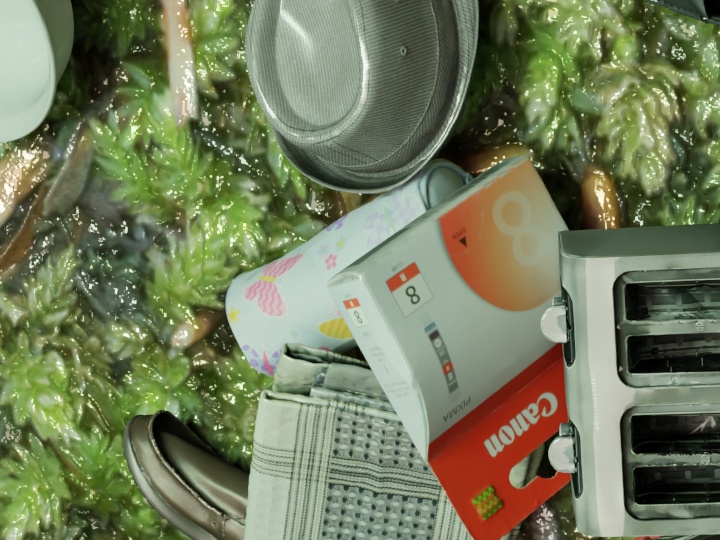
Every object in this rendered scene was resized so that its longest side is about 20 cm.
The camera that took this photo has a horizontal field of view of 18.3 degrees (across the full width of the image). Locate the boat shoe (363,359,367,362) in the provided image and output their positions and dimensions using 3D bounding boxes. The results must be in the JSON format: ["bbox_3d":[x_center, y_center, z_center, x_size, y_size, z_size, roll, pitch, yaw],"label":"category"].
[{"bbox_3d":[0.045,0.070,1.521,0.200,0.074,0.076,-42,81,31],"label":"boat shoe"}]

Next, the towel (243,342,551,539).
[{"bbox_3d":[0.019,0.149,1.518,0.191,0.035,0.201,14,127,4],"label":"towel"}]

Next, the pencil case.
[{"bbox_3d":[0.000,0.000,1.520,0.200,0.091,0.083,-31,125,32],"label":"pencil case"}]

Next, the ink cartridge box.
[{"bbox_3d":[0.089,0.052,1.418,0.201,0.162,0.050,59,147,-5],"label":"ink cartridge box"}]

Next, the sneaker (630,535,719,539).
[{"bbox_3d":[0.208,0.207,1.452,0.200,0.098,0.071,-25,92,33],"label":"sneaker"}]

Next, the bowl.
[{"bbox_3d":[-0.278,-0.199,1.608,0.200,0.090,0.202,20,136,20],"label":"bowl"}]

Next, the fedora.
[{"bbox_3d":[-0.014,-0.152,1.452,0.176,0.090,0.201,-8,80,34],"label":"fedora"}]

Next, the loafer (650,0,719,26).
[{"bbox_3d":[0.216,-0.185,1.361,0.200,0.070,0.068,20,111,24],"label":"loafer"}]

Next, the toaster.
[{"bbox_3d":[0.214,0.067,1.375,0.199,0.119,0.182,-2,99,9],"label":"toaster"}]

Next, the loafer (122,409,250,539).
[{"bbox_3d":[-0.088,0.169,1.630,0.200,0.073,0.071,44,115,2],"label":"loafer"}]
